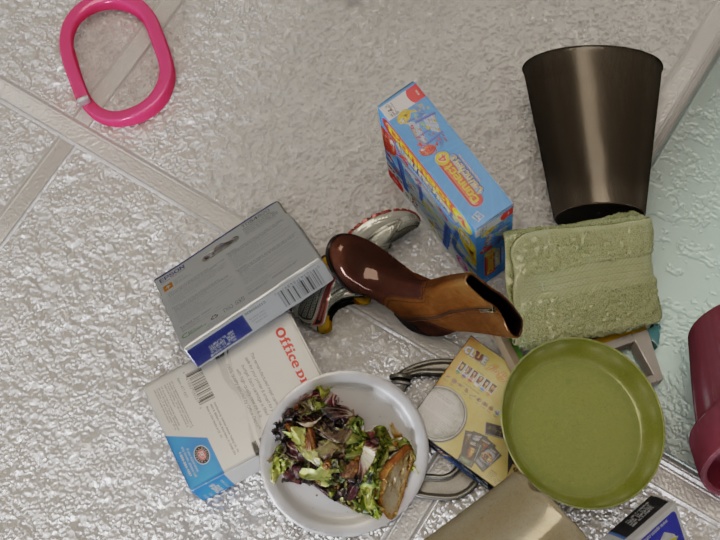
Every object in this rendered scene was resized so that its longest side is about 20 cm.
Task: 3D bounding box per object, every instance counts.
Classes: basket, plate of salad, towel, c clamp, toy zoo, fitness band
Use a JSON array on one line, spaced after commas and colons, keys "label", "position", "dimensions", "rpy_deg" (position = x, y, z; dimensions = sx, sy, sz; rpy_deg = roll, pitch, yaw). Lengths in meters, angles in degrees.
[{"label": "basket", "position": [0.292, -0.160, 1.658], "dimensions": [0.179, 0.136, 0.201], "rpy_deg": [3, 73, -6]}, {"label": "plate of salad", "position": [-0.017, 0.215, 1.536], "dimensions": [0.199, 0.048, 0.201], "rpy_deg": [-1, 101, -7]}, {"label": "towel", "position": [0.263, 0.013, 1.576], "dimensions": [0.199, 0.036, 0.149], "rpy_deg": [-9, 94, -17]}, {"label": "c clamp", "position": [0.068, 0.197, 1.603], "dimensions": [0.170, 0.027, 0.201], "rpy_deg": [8, 71, 9]}, {"label": "toy zoo", "position": [0.273, 0.098, 1.598], "dimensions": [0.199, 0.020, 0.132], "rpy_deg": [-17, 65, -19]}, {"label": "fitness band", "position": [-0.333, -0.291, 1.819], "dimensions": [0.143, 0.037, 0.201], "rpy_deg": [-21, 70, -2]}]

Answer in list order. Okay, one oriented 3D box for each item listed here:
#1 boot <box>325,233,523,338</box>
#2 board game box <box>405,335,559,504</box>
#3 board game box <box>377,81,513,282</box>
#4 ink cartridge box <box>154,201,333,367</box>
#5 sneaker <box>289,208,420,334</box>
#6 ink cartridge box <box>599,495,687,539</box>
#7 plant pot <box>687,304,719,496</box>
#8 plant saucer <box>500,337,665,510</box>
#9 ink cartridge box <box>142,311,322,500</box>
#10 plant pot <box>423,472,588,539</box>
[{"label": "boot", "position": [0.069, 0.020, 1.541], "dimensions": [0.188, 0.200, 0.069], "rpy_deg": [46, 70, -20]}, {"label": "board game box", "position": [0.172, 0.190, 1.578], "dimensions": [0.200, 0.035, 0.136], "rpy_deg": [36, 75, 11]}, {"label": "board game box", "position": [0.105, -0.100, 1.619], "dimensions": [0.056, 0.196, 0.200], "rpy_deg": [-34, 70, -7]}, {"label": "ink cartridge box", "position": [-0.148, 0.013, 1.647], "dimensions": [0.199, 0.041, 0.200], "rpy_deg": [-33, 30, -2]}, {"label": "sneaker", "position": [0.000, 0.000, 1.665], "dimensions": [0.200, 0.078, 0.082], "rpy_deg": [-42, 78, -1]}, {"label": "ink cartridge box", "position": [0.287, 0.378, 1.425], "dimensions": [0.197, 0.201, 0.047], "rpy_deg": [-33, 25, -27]}, {"label": "plant pot", "position": [0.458, 0.136, 1.511], "dimensions": [0.199, 0.200, 0.180], "rpy_deg": [-11, 53, 2]}, {"label": "plant saucer", "position": [0.250, 0.176, 1.524], "dimensions": [0.199, 0.031, 0.201], "rpy_deg": [4, 69, -12]}, {"label": "ink cartridge box", "position": [-0.138, 0.163, 1.606], "dimensions": [0.199, 0.084, 0.146], "rpy_deg": [-27, 70, -5]}, {"label": "plant pot", "position": [0.151, 0.328, 1.451], "dimensions": [0.183, 0.201, 0.200], "rpy_deg": [-43, 72, -8]}]
